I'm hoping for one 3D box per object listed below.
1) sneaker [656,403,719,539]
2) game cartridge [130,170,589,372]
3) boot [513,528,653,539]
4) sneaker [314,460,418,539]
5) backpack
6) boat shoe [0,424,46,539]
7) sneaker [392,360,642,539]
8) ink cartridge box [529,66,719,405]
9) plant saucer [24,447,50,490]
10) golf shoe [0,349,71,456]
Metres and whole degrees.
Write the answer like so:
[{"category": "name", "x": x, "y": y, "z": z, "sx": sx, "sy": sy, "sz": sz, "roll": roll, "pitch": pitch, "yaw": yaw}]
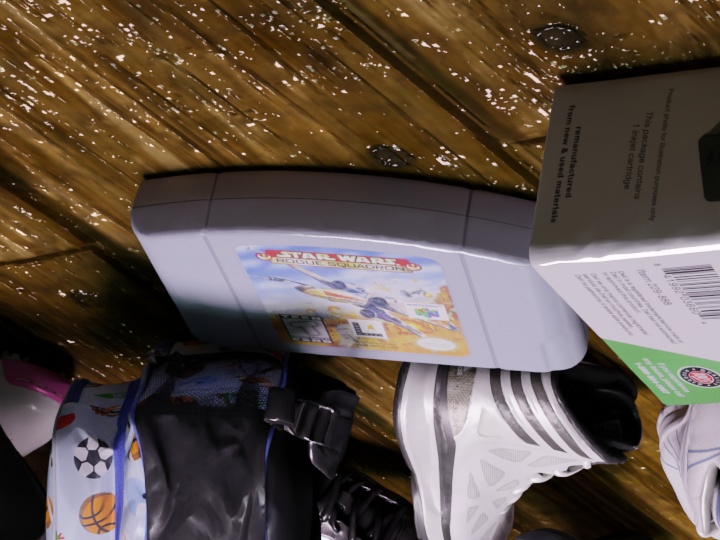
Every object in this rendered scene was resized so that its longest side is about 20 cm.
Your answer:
[{"category": "sneaker", "x": 0.181, "y": 0.099, "z": 1.201, "sx": 0.074, "sy": 0.087, "sz": 0.200, "roll": 5, "pitch": 156, "yaw": 8}, {"category": "game cartridge", "x": 0.000, "y": 0.000, "z": 1.125, "sx": 0.200, "sy": 0.042, "sz": 0.133, "roll": 4, "pitch": 158, "yaw": 14}, {"category": "boot", "x": 0.093, "y": 0.232, "z": 1.364, "sx": 0.076, "sy": 0.200, "sz": 0.168, "roll": 32, "pitch": -175, "yaw": 25}, {"category": "sneaker", "x": -0.019, "y": 0.142, "z": 1.363, "sx": 0.200, "sy": 0.075, "sz": 0.079, "roll": 16, "pitch": 146, "yaw": 16}, {"category": "backpack", "x": -0.078, "y": 0.122, "z": 1.216, "sx": 0.154, "sy": 0.200, "sz": 0.191, "roll": 8, "pitch": -165, "yaw": 7}, {"category": "boat shoe", "x": -0.227, "y": 0.083, "z": 1.251, "sx": 0.201, "sy": 0.074, "sz": 0.063, "roll": 42, "pitch": 146, "yaw": 24}, {"category": "sneaker", "x": 0.088, "y": 0.101, "z": 1.254, "sx": 0.115, "sy": 0.076, "sz": 0.201, "roll": 6, "pitch": 152, "yaw": 14}, {"category": "ink cartridge box", "x": 0.189, "y": -0.014, "z": 0.960, "sx": 0.200, "sy": 0.084, "sz": 0.146, "roll": -5, "pitch": 151, "yaw": 29}, {"category": "plant saucer", "x": -0.153, "y": 0.194, "z": 1.421, "sx": 0.035, "sy": 0.200, "sz": 0.200, "roll": -33, "pitch": 144, "yaw": 5}, {"category": "golf shoe", "x": -0.224, "y": 0.106, "z": 1.371, "sx": 0.075, "sy": 0.092, "sz": 0.200, "roll": 26, "pitch": 150, "yaw": -26}]
